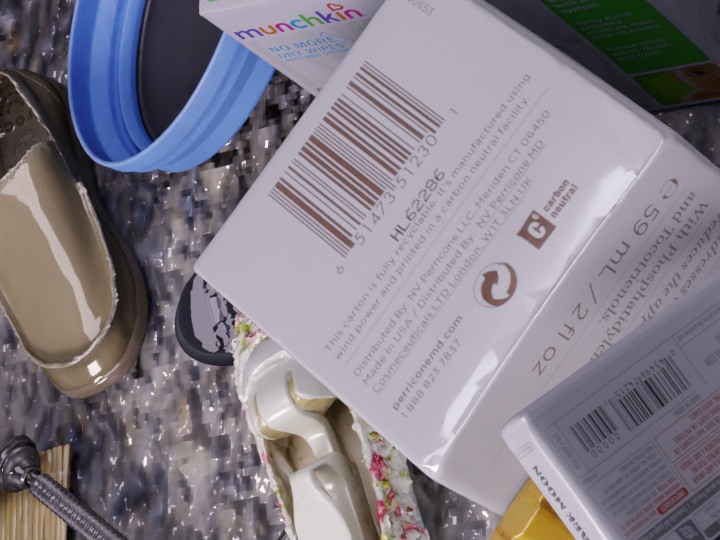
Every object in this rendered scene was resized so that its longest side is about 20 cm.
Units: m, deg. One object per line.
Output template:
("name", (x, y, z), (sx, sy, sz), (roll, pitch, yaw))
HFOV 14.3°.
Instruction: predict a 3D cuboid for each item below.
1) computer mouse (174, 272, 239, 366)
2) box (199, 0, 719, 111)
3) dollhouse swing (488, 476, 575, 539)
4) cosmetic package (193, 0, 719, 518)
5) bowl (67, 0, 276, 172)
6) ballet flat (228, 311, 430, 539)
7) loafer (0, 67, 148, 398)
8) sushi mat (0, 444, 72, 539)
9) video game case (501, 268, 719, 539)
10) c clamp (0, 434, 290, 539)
("computer mouse", (0.000, 0.000, 1.380), (0.199, 0.034, 0.059), (-18, 71, 19))
("box", (0.058, -0.142, 1.303), (0.199, 0.176, 0.097), (-8, 67, 30))
("dollhouse swing", (0.145, 0.190, 1.129), (0.200, 0.182, 0.176), (-56, 42, 2))
("cosmetic package", (0.076, 0.006, 1.216), (0.166, 0.200, 0.168), (38, 95, 39))
("bowl", (-0.085, -0.144, 1.437), (0.201, 0.039, 0.201), (-36, 45, 48))
("ballet flat", (-0.016, 0.085, 1.312), (0.076, 0.064, 0.201), (-32, 67, 20))
("loafer", (-0.169, -0.023, 1.472), (0.076, 0.067, 0.200), (-35, 56, 17))
("sushi mat", (-0.186, 0.190, 1.433), (0.095, 0.012, 0.201), (-11, 66, 28))
("video game case", (0.175, 0.085, 1.103), (0.182, 0.200, 0.023), (54, 145, 5))
("c clamp", (-0.138, 0.150, 1.401), (0.200, 0.027, 0.171), (29, 89, 29))
